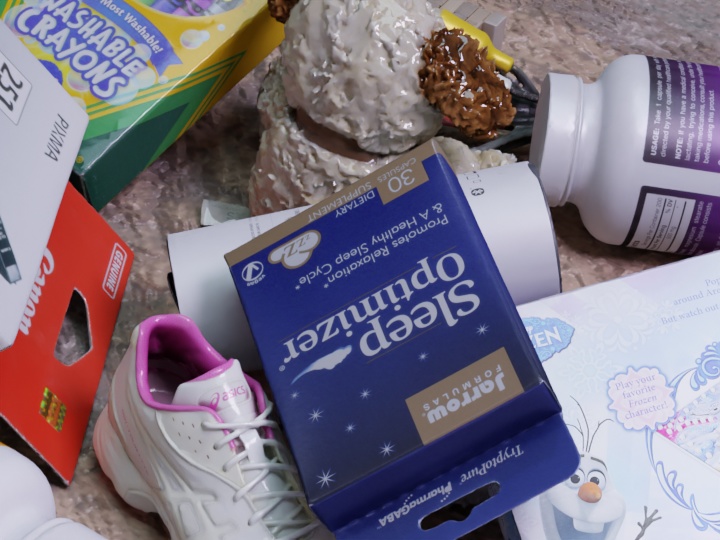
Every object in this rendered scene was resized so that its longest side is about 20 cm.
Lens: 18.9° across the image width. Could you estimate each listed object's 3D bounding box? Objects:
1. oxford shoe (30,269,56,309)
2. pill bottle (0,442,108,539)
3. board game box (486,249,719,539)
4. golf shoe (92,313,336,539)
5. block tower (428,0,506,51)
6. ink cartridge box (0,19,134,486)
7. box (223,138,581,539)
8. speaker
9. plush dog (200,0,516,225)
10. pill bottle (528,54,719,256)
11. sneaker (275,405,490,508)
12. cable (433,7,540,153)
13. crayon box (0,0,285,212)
[{"bbox_3d":[-0.235,0.029,1.082,0.199,0.074,0.071,-26,49,-37],"label":"oxford shoe"},{"bbox_3d":[-0.205,0.113,0.948,0.199,0.112,0.111,25,40,20],"label":"pill bottle"},{"bbox_3d":[0.162,0.095,1.013,0.199,0.043,0.200,-15,67,-9],"label":"board game box"},{"bbox_3d":[-0.059,0.100,1.017,0.075,0.092,0.200,-20,48,-36],"label":"golf shoe"},{"bbox_3d":[-0.007,-0.167,1.406,0.199,0.054,0.058,23,40,18],"label":"block tower"},{"bbox_3d":[-0.171,-0.018,1.092,0.043,0.174,0.201,-29,29,25],"label":"ink cartridge box"},{"bbox_3d":[0.016,0.038,1.003,0.121,0.032,0.201,-29,48,7],"label":"box"},{"bbox_3d":[0.000,0.000,1.129,0.198,0.082,0.081,-12,40,-3],"label":"speaker"},{"bbox_3d":[-0.003,-0.085,1.200,0.199,0.173,0.160,32,42,26],"label":"plush dog"},{"bbox_3d":[0.202,-0.064,1.269,0.198,0.113,0.113,8,37,-2],"label":"pill bottle"},{"bbox_3d":[0.050,0.066,1.106,0.199,0.070,0.100,10,35,-14],"label":"sneaker"},{"bbox_3d":[0.108,-0.099,1.328,0.199,0.050,0.098,12,61,-14],"label":"cable"},{"bbox_3d":[-0.133,-0.143,1.272,0.126,0.052,0.200,38,68,20],"label":"crayon box"}]
